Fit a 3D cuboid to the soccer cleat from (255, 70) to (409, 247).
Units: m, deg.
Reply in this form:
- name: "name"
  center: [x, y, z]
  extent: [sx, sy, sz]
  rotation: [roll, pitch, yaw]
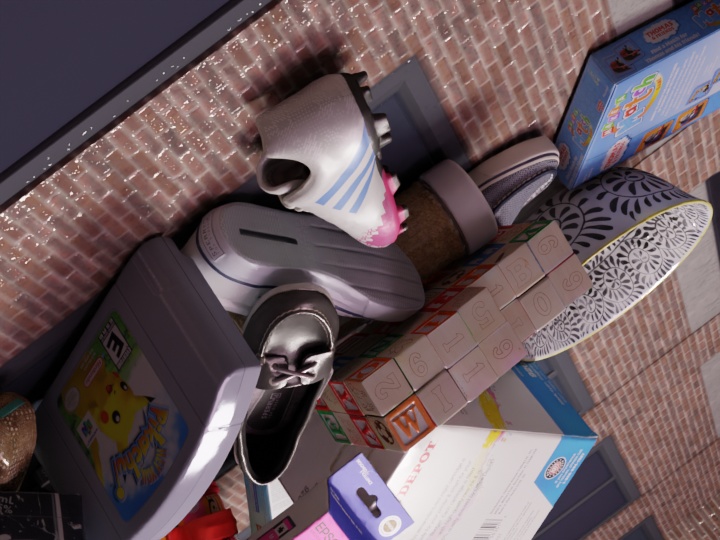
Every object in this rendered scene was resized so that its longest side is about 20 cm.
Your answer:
- name: "soccer cleat"
  center: [-0.023, -0.064, 1.358]
  extent: [0.086, 0.070, 0.200]
  rotation: [-21, 156, -2]

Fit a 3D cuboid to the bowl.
- name: "bowl"
  center: [0.180, -0.024, 1.736]
  extent: [0.201, 0.094, 0.201]
  rotation: [-33, 161, -13]

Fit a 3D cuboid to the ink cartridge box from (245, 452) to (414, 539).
- name: "ink cartridge box"
  center: [-0.052, 0.229, 1.583]
  extent: [0.200, 0.037, 0.095]
  rotation: [-39, 129, -5]

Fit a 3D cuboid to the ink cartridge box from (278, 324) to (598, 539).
- name: "ink cartridge box"
  center: [0.052, 0.138, 1.712]
  extent: [0.200, 0.145, 0.147]
  rotation: [9, 122, -42]

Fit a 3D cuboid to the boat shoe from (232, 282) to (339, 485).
- name: "boat shoe"
  center: [-0.050, 0.079, 1.431]
  extent: [0.067, 0.057, 0.200]
  rotation: [-4, 150, -16]

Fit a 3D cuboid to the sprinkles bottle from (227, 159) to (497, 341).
- name: "sprinkles bottle"
  center: [0.000, 0.000, 1.523]
  extent: [0.200, 0.068, 0.068]
  rotation: [-33, 161, -8]

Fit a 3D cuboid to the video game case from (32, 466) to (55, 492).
- name: "video game case"
  center: [-0.143, 0.115, 1.616]
  extent: [0.200, 0.019, 0.143]
  rotation: [-35, 161, -1]

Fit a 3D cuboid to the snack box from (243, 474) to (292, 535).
- name: "snack box"
  center: [-0.011, 0.155, 1.814]
  extent: [0.200, 0.037, 0.116]
  rotation: [-22, 116, -35]

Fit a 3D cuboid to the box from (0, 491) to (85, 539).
- name: "box"
  center: [-0.274, 0.250, 1.334]
  extent: [0.200, 0.197, 0.124]
  rotation: [4, 142, -22]

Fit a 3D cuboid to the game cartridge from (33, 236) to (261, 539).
- name: "game cartridge"
  center: [-0.142, 0.093, 1.375]
  extent: [0.040, 0.133, 0.200]
  rotation: [-8, 142, -47]

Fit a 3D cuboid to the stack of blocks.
- name: "stack of blocks"
  center: [0.066, 0.044, 1.495]
  extent: [0.200, 0.059, 0.115]
  rotation: [-37, -167, -21]

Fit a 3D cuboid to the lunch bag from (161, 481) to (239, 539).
- name: "lunch bag"
  center: [-0.175, 0.212, 1.576]
  extent: [0.176, 0.082, 0.200]
  rotation: [-22, 173, 16]

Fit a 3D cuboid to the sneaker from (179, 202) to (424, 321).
- name: "sneaker"
  center: [-0.043, 0.001, 1.431]
  extent: [0.200, 0.073, 0.071]
  rotation: [17, 142, -41]

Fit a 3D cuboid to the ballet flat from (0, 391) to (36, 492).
- name: "ballet flat"
  center: [-0.253, 0.146, 1.433]
  extent: [0.065, 0.070, 0.200]
  rotation: [-43, 172, -38]

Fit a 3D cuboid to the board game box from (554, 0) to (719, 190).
- name: "board game box"
  center: [0.246, -0.153, 1.641]
  extent: [0.200, 0.037, 0.151]
  rotation: [-29, 159, -22]

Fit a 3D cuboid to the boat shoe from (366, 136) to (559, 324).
- name: "boat shoe"
  center: [0.086, -0.011, 1.607]
  extent: [0.200, 0.093, 0.075]
  rotation: [-36, 161, -1]
